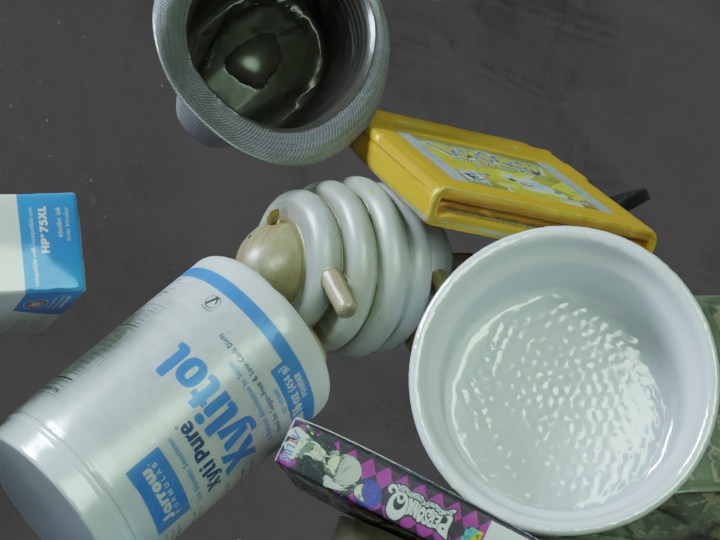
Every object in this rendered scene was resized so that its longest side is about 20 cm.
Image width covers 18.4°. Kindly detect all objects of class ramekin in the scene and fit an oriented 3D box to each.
[{"bbox_3d":[0.132,0.081,1.462,0.198,0.098,0.202,-1,75,3],"label":"ramekin"}]

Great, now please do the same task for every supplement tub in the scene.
[{"bbox_3d":[-0.130,0.097,1.455,0.200,0.132,0.132,-41,92,-24],"label":"supplement tub"}]

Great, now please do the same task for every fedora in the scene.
[{"bbox_3d":[-0.073,-0.150,1.578,0.176,0.090,0.201,36,58,-10],"label":"fedora"}]

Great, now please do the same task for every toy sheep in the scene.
[{"bbox_3d":[0.000,0.000,1.544,0.199,0.138,0.139,5,72,-36],"label":"toy sheep"}]

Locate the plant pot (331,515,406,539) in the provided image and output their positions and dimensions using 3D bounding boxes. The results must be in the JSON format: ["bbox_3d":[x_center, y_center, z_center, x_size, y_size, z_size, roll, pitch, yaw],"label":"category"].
[{"bbox_3d":[0.028,0.291,1.453,0.186,0.187,0.201,28,80,-12],"label":"plant pot"}]

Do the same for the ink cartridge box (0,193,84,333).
[{"bbox_3d":[-0.288,-0.001,1.422,0.198,0.116,0.068,-2,76,-23],"label":"ink cartridge box"}]

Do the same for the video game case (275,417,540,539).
[{"bbox_3d":[0.036,0.159,1.446,0.180,0.200,0.036,26,82,6],"label":"video game case"}]

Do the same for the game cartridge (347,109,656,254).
[{"bbox_3d":[0.091,-0.064,1.568,0.175,0.200,0.033,11,108,-24],"label":"game cartridge"}]

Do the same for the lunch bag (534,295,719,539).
[{"bbox_3d":[0.186,0.106,1.580,0.198,0.118,0.165,1,56,-21],"label":"lunch bag"}]

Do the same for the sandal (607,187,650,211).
[{"bbox_3d":[0.148,-0.003,1.624,0.200,0.075,0.045,-38,100,-41],"label":"sandal"}]
